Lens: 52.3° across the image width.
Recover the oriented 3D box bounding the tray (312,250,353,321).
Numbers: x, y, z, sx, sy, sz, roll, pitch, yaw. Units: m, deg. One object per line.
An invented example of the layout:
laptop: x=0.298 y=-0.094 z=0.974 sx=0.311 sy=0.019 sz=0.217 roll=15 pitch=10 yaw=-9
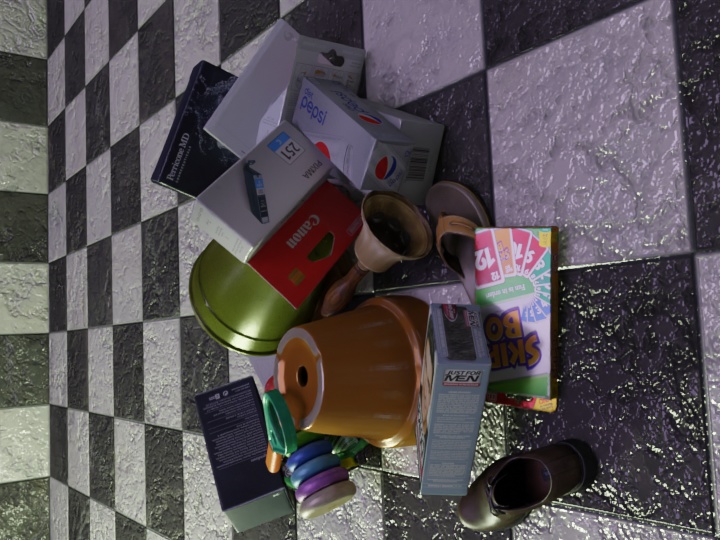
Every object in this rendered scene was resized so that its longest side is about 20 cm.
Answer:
tray: x=-0.080 y=0.030 z=1.190 sx=0.201 sy=0.036 sz=0.100 roll=-53 pitch=49 yaw=40

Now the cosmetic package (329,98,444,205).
cosmetic package: x=0.019 y=-0.172 z=1.020 sx=0.199 sy=0.080 sz=0.116 roll=29 pitch=114 yaw=49

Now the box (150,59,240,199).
box: x=-0.206 y=-0.196 z=1.177 sx=0.201 sy=0.197 sz=0.117 roll=-69 pitch=22 yaw=0

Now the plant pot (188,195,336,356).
plant pot: x=-0.125 y=-0.014 z=1.034 sx=0.193 sy=0.196 sz=0.204 roll=-52 pitch=50 yaw=51

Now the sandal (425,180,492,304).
sandal: x=0.124 y=-0.027 z=0.892 sx=0.080 sy=0.053 sz=0.203 roll=-46 pitch=54 yaw=43

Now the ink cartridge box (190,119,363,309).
ink cartridge box: x=-0.089 y=-0.079 z=0.940 sx=0.175 sy=0.201 sz=0.045 roll=39 pitch=141 yaw=0

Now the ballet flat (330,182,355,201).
ballet flat: x=-0.067 y=-0.104 z=1.147 sx=0.199 sy=0.063 sz=0.078 roll=-159 pitch=68 yaw=-63

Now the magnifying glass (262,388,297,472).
magnifying glass: x=-0.110 y=0.221 z=0.964 sx=0.081 sy=0.022 sz=0.201 roll=61 pitch=158 yaw=27

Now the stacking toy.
stacking toy: x=-0.079 y=0.236 z=1.032 sx=0.085 sy=0.084 sz=0.203 roll=-47 pitch=59 yaw=42

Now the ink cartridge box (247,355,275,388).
ink cartridge box: x=-0.091 y=0.157 z=1.150 sx=0.198 sy=0.059 sz=0.106 roll=-14 pitch=105 yaw=54

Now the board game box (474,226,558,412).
board game box: x=0.173 y=0.054 z=0.820 sx=0.094 sy=0.030 sz=0.205 roll=2 pitch=97 yaw=38

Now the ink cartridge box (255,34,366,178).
ink cartridge box: x=-0.076 y=-0.236 z=1.085 sx=0.056 sy=0.161 sz=0.205 roll=21 pitch=108 yaw=32

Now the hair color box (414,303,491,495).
hair color box: x=0.100 y=0.148 z=0.830 sx=0.100 sy=0.059 sz=0.204 roll=-91 pitch=4 yaw=-56

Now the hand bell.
hand bell: x=0.000 y=0.000 z=0.960 sx=0.201 sy=0.102 sz=0.106 roll=-51 pitch=51 yaw=42

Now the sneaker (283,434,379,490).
sneaker: x=-0.053 y=0.271 z=1.107 sx=0.199 sy=0.077 sz=0.087 roll=-36 pitch=74 yaw=38

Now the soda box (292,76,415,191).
soda box: x=-0.015 y=-0.178 z=0.946 sx=0.200 sy=0.062 sz=0.069 roll=49 pitch=129 yaw=42

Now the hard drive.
hard drive: x=-0.129 y=-0.256 z=1.119 sx=0.202 sy=0.131 sz=0.026 roll=-55 pitch=22 yaw=-4

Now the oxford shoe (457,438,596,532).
oxford shoe: x=0.160 y=0.241 z=0.812 sx=0.200 sy=0.083 sz=0.074 roll=-50 pitch=53 yaw=43

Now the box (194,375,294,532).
box: x=-0.194 y=0.309 z=1.233 sx=0.150 sy=0.105 sz=0.203 roll=88 pitch=162 yaw=-58

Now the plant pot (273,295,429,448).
plant pot: x=-0.007 y=0.136 z=0.962 sx=0.198 sy=0.180 sz=0.206 roll=-2 pitch=88 yaw=53
